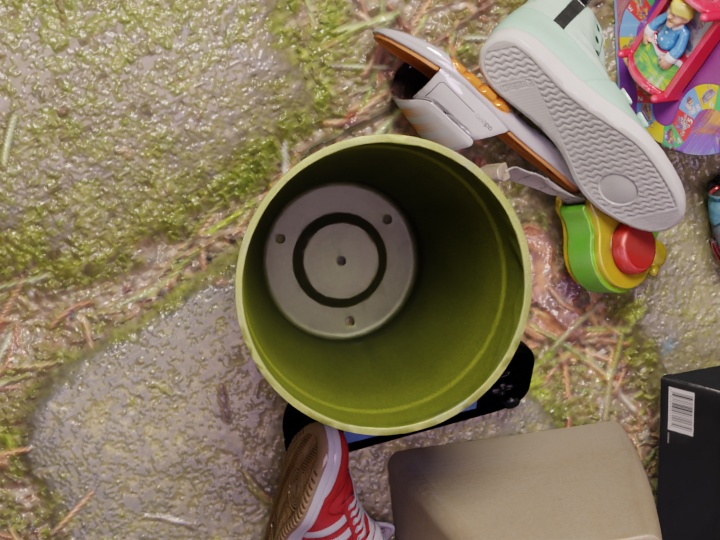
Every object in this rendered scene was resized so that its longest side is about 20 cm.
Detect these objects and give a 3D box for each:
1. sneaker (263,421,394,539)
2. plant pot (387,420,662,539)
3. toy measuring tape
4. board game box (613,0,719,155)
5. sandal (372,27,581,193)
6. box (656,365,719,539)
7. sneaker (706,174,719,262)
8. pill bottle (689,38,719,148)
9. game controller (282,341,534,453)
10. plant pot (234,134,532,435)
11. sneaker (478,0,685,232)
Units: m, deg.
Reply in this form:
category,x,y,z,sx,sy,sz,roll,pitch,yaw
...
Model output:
category,x,y,z,sx,sy,sz,roll,pitch,yaw
sneaker,-0.008,0.193,1.217,0.112,0.071,0.200,6,131,-14
plant pot,0.143,0.246,1.225,0.199,0.177,0.200,-7,100,-9
toy measuring tape,0.165,-0.025,1.216,0.200,0.074,0.074,17,97,-38
board game box,0.230,-0.183,1.174,0.039,0.158,0.200,-11,103,-34
sandal,0.084,-0.106,1.202,0.207,0.079,0.059,37,89,-16
box,0.311,0.178,1.270,0.141,0.079,0.200,-8,103,-38
sneaker,0.376,-0.040,1.279,0.200,0.079,0.096,-5,110,-1
pill bottle,0.304,-0.194,1.210,0.114,0.114,0.200,1,100,-11
game controller,0.037,0.100,1.223,0.200,0.104,0.042,-15,70,-8
plant pot,0.000,0.000,1.142,0.200,0.193,0.201,-1,96,-10
sneaker,0.186,-0.129,1.196,0.200,0.118,0.074,46,134,-10
